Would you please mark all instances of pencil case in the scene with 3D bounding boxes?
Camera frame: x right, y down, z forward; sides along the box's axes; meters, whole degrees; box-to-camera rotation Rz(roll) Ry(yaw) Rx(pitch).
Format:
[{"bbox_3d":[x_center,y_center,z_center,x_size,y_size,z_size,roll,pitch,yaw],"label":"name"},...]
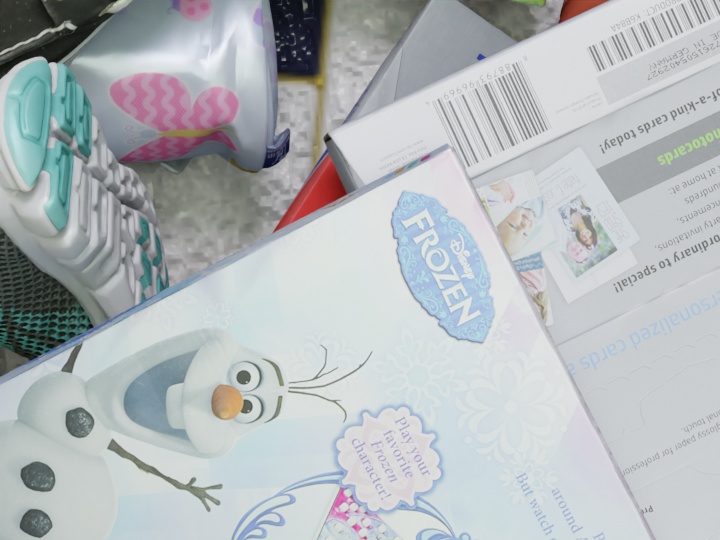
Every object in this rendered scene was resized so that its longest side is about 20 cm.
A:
[{"bbox_3d":[-0.126,-0.074,0.877,0.199,0.091,0.083,-1,72,-7],"label":"pencil case"}]

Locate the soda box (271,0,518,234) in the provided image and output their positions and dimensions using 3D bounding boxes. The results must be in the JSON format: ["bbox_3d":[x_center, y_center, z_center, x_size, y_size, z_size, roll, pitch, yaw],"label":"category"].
[{"bbox_3d":[0.000,0.000,0.864,0.068,0.063,0.200,34,63,-4],"label":"soda box"}]

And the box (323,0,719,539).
[{"bbox_3d":[0.099,0.013,0.811,0.156,0.041,0.200,-26,92,-3],"label":"box"}]

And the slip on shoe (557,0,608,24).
[{"bbox_3d":[0.159,-0.062,0.879,0.200,0.074,0.061,18,60,23],"label":"slip on shoe"}]

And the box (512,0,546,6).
[{"bbox_3d":[0.014,-0.196,0.837,0.144,0.036,0.200,12,127,4],"label":"box"}]

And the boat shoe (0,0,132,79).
[{"bbox_3d":[-0.093,-0.118,0.801,0.200,0.064,0.071,-38,89,-2],"label":"boat shoe"}]

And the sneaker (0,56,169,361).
[{"bbox_3d":[-0.122,-0.007,0.838,0.091,0.200,0.078,-7,60,9],"label":"sneaker"}]

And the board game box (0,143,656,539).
[{"bbox_3d":[-0.013,0.093,0.771,0.199,0.043,0.200,-27,93,4],"label":"board game box"}]
